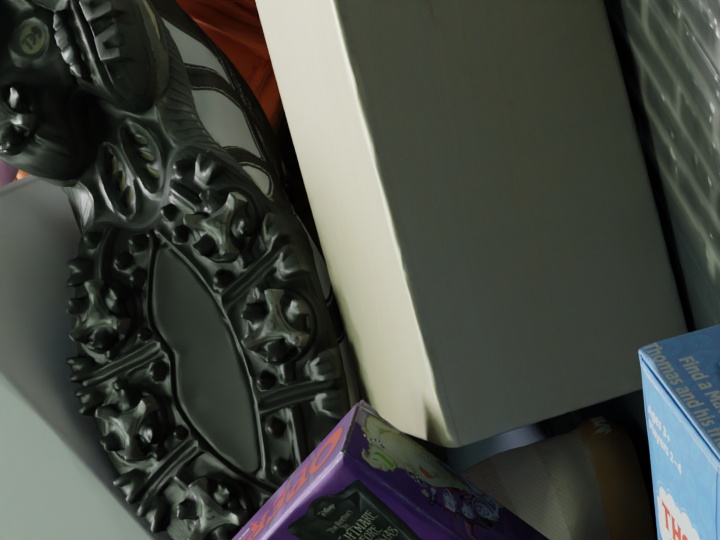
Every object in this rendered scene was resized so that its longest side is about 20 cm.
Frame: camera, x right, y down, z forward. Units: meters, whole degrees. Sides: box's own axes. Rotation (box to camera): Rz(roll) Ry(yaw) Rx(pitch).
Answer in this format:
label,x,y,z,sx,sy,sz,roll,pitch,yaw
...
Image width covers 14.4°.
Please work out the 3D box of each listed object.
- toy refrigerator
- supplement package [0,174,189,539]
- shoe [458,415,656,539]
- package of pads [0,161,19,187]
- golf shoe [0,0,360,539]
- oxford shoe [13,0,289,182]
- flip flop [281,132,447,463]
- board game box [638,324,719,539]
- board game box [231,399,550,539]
label,x,y,z,sx,sy,sz,roll,pitch,yaw
toy refrigerator,0.017,-0.066,0.669,0.076,0.070,0.200,-173,66,-75
supplement package,-0.072,0.086,0.797,0.200,0.117,0.117,47,-154,5
shoe,0.064,0.139,0.740,0.070,0.053,0.200,-163,59,-79
package of pads,-0.123,-0.091,0.883,0.121,0.076,0.200,-48,-38,-48
golf shoe,-0.039,-0.007,0.760,0.094,0.078,0.200,15,-134,-61
oxford shoe,-0.049,-0.042,0.864,0.200,0.071,0.073,-59,-8,17
flip flop,0.000,0.000,0.870,0.081,0.058,0.200,41,-168,-22
board game box,0.103,0.130,0.558,0.151,0.037,0.200,-121,19,-58
board game box,-0.014,0.135,0.698,0.120,0.200,0.032,38,-152,-6
